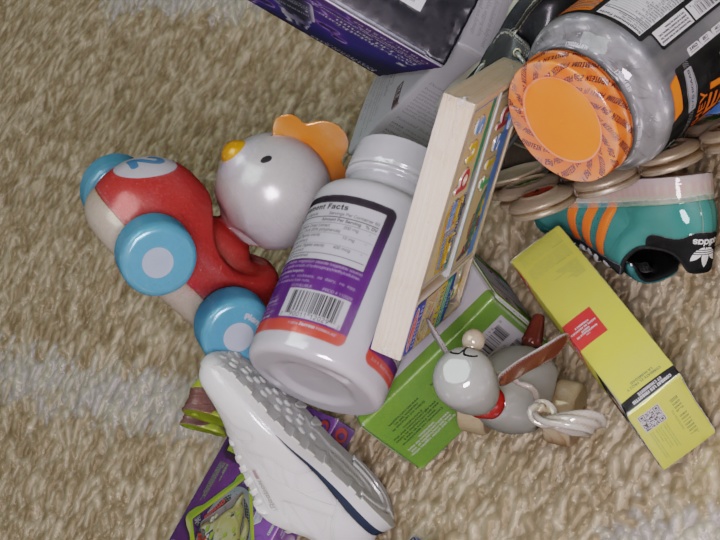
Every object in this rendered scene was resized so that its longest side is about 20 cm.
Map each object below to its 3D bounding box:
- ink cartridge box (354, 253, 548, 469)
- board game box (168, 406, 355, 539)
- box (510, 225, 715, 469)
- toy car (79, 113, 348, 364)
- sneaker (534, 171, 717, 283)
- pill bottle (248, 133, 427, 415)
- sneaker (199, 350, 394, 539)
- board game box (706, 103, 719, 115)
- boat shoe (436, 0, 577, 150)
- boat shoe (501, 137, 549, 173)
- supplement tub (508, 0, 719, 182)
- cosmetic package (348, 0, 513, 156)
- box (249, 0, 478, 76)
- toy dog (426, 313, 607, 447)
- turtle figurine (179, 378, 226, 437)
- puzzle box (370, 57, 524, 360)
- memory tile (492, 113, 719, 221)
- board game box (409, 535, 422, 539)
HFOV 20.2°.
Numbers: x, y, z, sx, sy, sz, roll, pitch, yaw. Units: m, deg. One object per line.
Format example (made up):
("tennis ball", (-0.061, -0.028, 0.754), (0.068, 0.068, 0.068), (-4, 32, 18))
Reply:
("ink cartridge box", (0.046, 0.038, 1.635), (0.148, 0.076, 0.200), (-44, 34, 10))
("board game box", (-0.094, 0.200, 1.684), (0.120, 0.032, 0.201), (17, 74, 54))
("box", (0.182, 0.053, 1.480), (0.050, 0.075, 0.200), (-35, 41, 3))
("toy car", (-0.101, -0.059, 1.627), (0.200, 0.177, 0.184), (-45, 27, 1))
("sneaker", (0.196, -0.029, 1.535), (0.200, 0.071, 0.080), (-3, 93, 62))
("pill bottle", (0.000, 0.000, 1.556), (0.111, 0.111, 0.201), (0, 58, 45))
("sneaker", (-0.063, 0.149, 1.565), (0.080, 0.200, 0.076), (-39, 10, 18))
("board game box", (0.238, -0.159, 1.594), (0.199, 0.039, 0.158), (-7, 47, 25))
("boat shoe", (0.127, -0.153, 1.551), (0.200, 0.072, 0.068), (-50, 21, 36))
("boat shoe", (0.165, -0.135, 1.658), (0.072, 0.068, 0.201), (17, 66, 14))
("supplement tub", (0.203, -0.153, 1.452), (0.122, 0.123, 0.200), (6, 36, 47))
("cosmetic package", (0.073, -0.162, 1.700), (0.200, 0.074, 0.102), (-45, 22, 52))
("box", (0.004, -0.240, 1.649), (0.105, 0.148, 0.200), (-63, 13, -4))
("toy dog", (0.108, 0.067, 1.452), (0.200, 0.131, 0.097), (100, 179, -81))
("turtle figurine", (-0.111, 0.055, 1.739), (0.200, 0.064, 0.162), (-29, 41, 65))
("puzzle box", (0.066, -0.046, 1.450), (0.025, 0.133, 0.201), (22, 114, 15))
("memory tile", (0.196, -0.085, 1.518), (0.199, 0.017, 0.153), (-20, 12, -1))
("board game box", (0.020, 0.305, 1.459), (0.200, 0.062, 0.200), (-28, 43, 28))
